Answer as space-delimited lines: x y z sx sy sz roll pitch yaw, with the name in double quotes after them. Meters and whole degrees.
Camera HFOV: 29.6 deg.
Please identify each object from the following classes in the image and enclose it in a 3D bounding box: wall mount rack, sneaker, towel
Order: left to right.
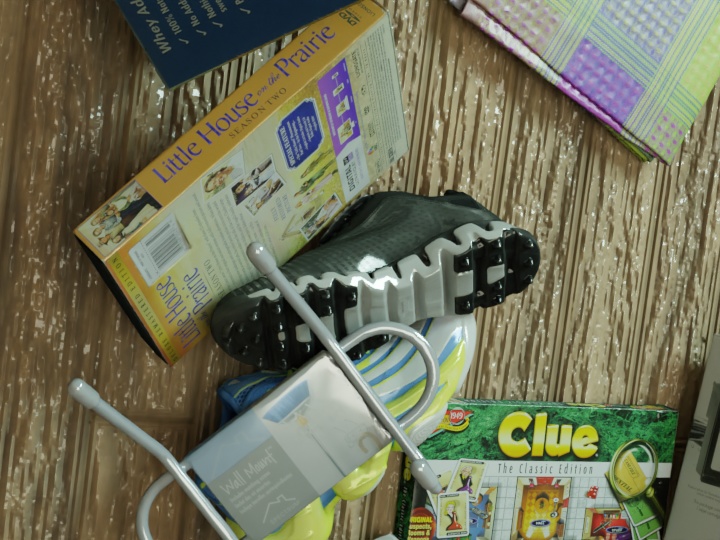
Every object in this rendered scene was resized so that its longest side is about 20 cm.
-0.054 0.084 0.737 0.200 0.075 0.174 -37 102 0 "wall mount rack"
-0.019 0.078 0.811 0.105 0.076 0.200 42 80 -21 "sneaker"
0.000 0.000 0.808 0.199 0.091 0.067 -17 130 -17 "sneaker"
0.160 -0.177 0.887 0.200 0.023 0.144 33 82 -24 "towel"

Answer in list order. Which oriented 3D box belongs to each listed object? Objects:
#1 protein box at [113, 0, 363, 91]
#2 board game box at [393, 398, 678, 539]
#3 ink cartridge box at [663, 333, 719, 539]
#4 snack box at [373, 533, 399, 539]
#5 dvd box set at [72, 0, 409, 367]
-0.045 -0.231 0.674 0.199 0.199 0.135 59 37 -18 "protein box"
0.120 0.139 0.908 0.199 0.023 0.105 4 93 -24 "board game box"
0.290 0.115 0.943 0.116 0.068 0.201 13 91 -37 "ink cartridge box"
-0.057 0.234 0.836 0.199 0.024 0.072 -21 105 -16 "snack box"
-0.056 -0.047 0.755 0.200 0.146 0.029 -43 67 -13 "dvd box set"
